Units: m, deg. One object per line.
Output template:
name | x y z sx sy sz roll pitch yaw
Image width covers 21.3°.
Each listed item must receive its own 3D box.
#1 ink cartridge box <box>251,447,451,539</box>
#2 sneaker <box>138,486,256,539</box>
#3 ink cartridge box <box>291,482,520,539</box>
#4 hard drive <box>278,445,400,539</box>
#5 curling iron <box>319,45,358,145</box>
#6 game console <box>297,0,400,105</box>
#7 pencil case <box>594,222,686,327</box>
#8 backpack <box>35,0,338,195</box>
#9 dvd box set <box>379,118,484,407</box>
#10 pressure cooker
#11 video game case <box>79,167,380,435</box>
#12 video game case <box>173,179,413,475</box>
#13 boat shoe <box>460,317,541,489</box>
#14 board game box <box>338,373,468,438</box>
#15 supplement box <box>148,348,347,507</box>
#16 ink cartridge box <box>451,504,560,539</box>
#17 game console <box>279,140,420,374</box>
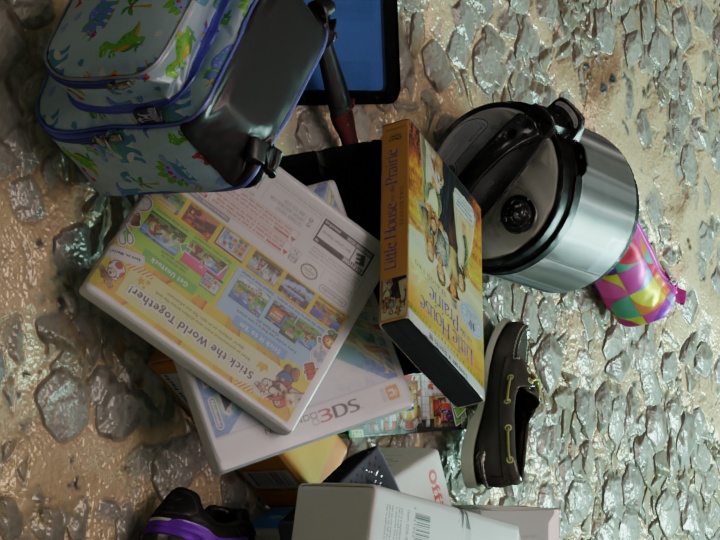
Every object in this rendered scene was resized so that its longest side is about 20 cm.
ink cartridge box | 0.001 0.257 1.694 0.200 0.084 0.147 -27 107 -49
sneaker | -0.104 0.246 1.567 0.200 0.069 0.100 49 47 -39
ink cartridge box | 0.035 0.260 1.533 0.200 0.084 0.147 23 69 -47
hard drive | 0.003 0.262 1.594 0.135 0.042 0.201 -40 116 -45
curling iron | -0.011 -0.140 1.737 0.025 0.050 0.201 -28 125 -18
game console | 0.009 -0.248 1.748 0.200 0.176 0.117 -8 64 -54
pencil case | 0.284 -0.026 2.116 0.200 0.088 0.089 52 48 -36
backpack | -0.151 -0.156 1.443 0.147 0.199 0.184 48 51 -36
dvd box set | 0.060 -0.006 1.590 0.146 0.029 0.201 47 35 -45
pressure cooker | 0.162 -0.076 1.876 0.200 0.178 0.177 14 78 -53
video game case | -0.094 0.001 1.510 0.200 0.023 0.182 36 64 -13
video game case | -0.068 0.042 1.534 0.182 0.022 0.201 -17 83 -27
boat shoe | 0.151 0.133 1.914 0.072 0.060 0.202 67 31 -46
board game box | 0.039 0.104 1.819 0.200 0.023 0.105 1 83 -54
supplement box | -0.092 0.115 1.604 0.200 0.069 0.067 57 44 -35
ink cartridge box | 0.133 0.323 1.806 0.085 0.148 0.201 3 84 -11
game console | 0.000 0.000 1.655 0.175 0.116 0.201 -11 82 -13
